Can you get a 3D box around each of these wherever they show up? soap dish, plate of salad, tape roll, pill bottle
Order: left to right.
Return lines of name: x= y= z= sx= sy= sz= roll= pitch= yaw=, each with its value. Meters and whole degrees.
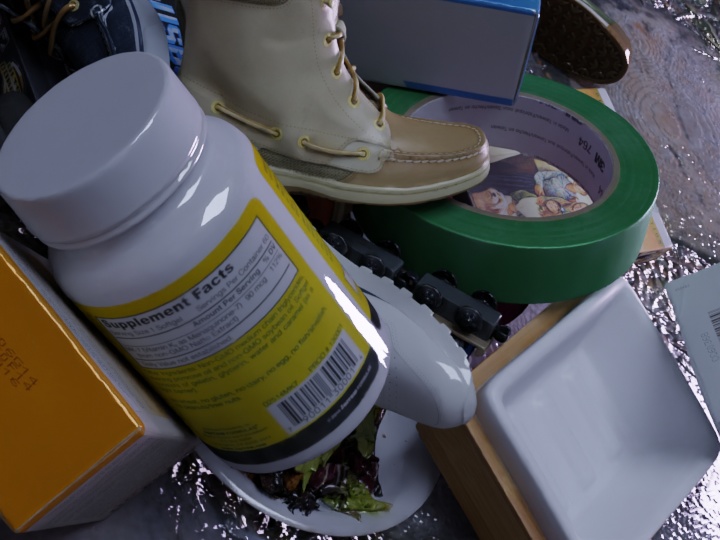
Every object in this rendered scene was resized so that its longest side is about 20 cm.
pill bottle: x=-0.078 y=-0.002 z=0.743 sx=0.200 sy=0.114 sz=0.114 roll=54 pitch=32 yaw=-36
plate of salad: x=-0.027 y=0.065 z=0.930 sx=0.200 sy=0.048 sz=0.200 roll=21 pitch=47 yaw=-24
tape roll: x=0.093 y=-0.060 z=1.009 sx=0.200 sy=0.048 sz=0.201 roll=5 pitch=39 yaw=-4
soap dish: x=0.133 y=0.106 z=0.973 sx=0.200 sy=0.081 sz=0.157 roll=-34 pitch=95 yaw=-48

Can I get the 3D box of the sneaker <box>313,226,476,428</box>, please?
sneaker: x=-0.023 y=0.038 z=0.874 sx=0.200 sy=0.076 sz=0.080 roll=33 pitch=51 yaw=28

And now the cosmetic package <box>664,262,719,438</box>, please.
cosmetic package: x=0.276 y=0.083 z=1.045 sx=0.200 sy=0.081 sz=0.113 roll=50 pitch=21 yaw=-56

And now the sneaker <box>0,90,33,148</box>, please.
sneaker: x=-0.137 y=-0.037 z=0.874 sx=0.091 sy=0.076 sz=0.200 roll=-41 pitch=71 yaw=-5

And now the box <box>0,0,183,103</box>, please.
box: x=-0.162 y=-0.173 z=1.022 sx=0.198 sy=0.050 sz=0.200 roll=-4 pitch=60 yaw=-38

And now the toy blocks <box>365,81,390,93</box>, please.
toy blocks: x=0.029 y=-0.202 z=1.169 sx=0.137 sy=0.100 sz=0.200 roll=39 pitch=41 yaw=13

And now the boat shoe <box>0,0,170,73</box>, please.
boat shoe: x=-0.179 y=-0.156 z=0.917 sx=0.091 sy=0.071 sz=0.200 roll=1 pitch=53 yaw=-32

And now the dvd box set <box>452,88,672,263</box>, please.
dvd box set: x=0.140 y=-0.067 z=1.162 sx=0.200 sy=0.029 sz=0.146 roll=-7 pitch=71 yaw=-41

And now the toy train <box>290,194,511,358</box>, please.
toy train: x=0.000 y=0.000 z=0.944 sx=0.200 sy=0.046 sz=0.034 roll=28 pitch=34 yaw=12

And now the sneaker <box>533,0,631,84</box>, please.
sneaker: x=0.152 y=-0.246 z=1.300 sx=0.200 sy=0.067 sz=0.090 roll=32 pitch=48 yaw=-8

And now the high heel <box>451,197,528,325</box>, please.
high heel: x=0.057 y=-0.048 z=1.048 sx=0.067 sy=0.096 sz=0.200 roll=3 pitch=55 yaw=-35

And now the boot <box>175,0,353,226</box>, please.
boot: x=-0.062 y=-0.100 z=0.979 sx=0.107 sy=0.200 sz=0.075 roll=-16 pitch=24 yaw=-16

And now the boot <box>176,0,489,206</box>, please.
boot: x=-0.012 y=-0.123 z=0.901 sx=0.200 sy=0.156 sz=0.073 roll=4 pitch=26 yaw=-7

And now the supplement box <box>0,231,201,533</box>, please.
supplement box: x=-0.153 y=0.054 z=0.737 sx=0.074 sy=0.200 sz=0.126 roll=-40 pitch=83 yaw=-4

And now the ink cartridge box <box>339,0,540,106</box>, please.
ink cartridge box: x=0.051 y=-0.218 z=1.074 sx=0.145 sy=0.084 sz=0.200 roll=9 pitch=45 yaw=1
